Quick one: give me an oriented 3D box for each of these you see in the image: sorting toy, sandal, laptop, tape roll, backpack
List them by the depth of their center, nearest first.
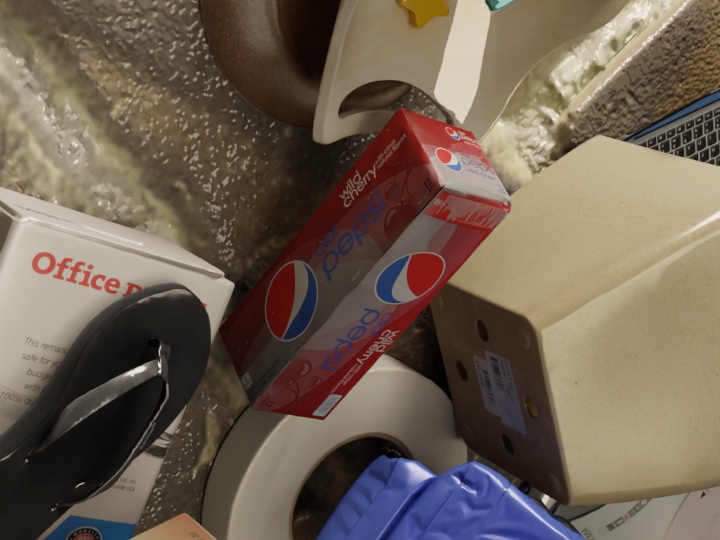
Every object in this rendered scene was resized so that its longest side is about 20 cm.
[{"bbox_3d":[-0.144,0.090,0.854,0.200,0.043,0.076,-48,127,-23],"label":"sandal"},{"bbox_3d":[0.045,-0.149,0.952,0.200,0.107,0.180,5,114,-41],"label":"sorting toy"},{"bbox_3d":[0.060,0.206,1.068,0.163,0.168,0.200,-47,163,-7],"label":"backpack"},{"bbox_3d":[-0.014,0.153,1.117,0.202,0.037,0.203,-15,117,-32],"label":"tape roll"},{"bbox_3d":[0.280,-0.081,1.192,0.187,0.116,0.201,-24,122,-27],"label":"laptop"}]

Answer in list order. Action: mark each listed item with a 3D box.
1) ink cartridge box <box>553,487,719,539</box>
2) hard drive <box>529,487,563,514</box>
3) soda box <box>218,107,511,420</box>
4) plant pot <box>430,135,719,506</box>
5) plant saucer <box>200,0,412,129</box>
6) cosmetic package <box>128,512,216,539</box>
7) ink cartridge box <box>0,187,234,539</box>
[{"bbox_3d":[0.207,0.225,1.278,0.200,0.057,0.163,-52,132,-15],"label":"ink cartridge box"},{"bbox_3d":[0.188,0.166,1.287,0.132,0.025,0.200,25,93,-42],"label":"hard drive"},{"bbox_3d":[0.000,0.000,0.987,0.063,0.070,0.200,14,128,-41],"label":"soda box"},{"bbox_3d":[0.160,0.045,1.092,0.177,0.200,0.200,-22,113,-22],"label":"plant pot"},{"bbox_3d":[-0.002,-0.178,0.984,0.200,0.037,0.201,-16,119,-31],"label":"plant saucer"},{"bbox_3d":[-0.148,0.220,0.853,0.200,0.103,0.087,-26,119,-25],"label":"cosmetic package"},{"bbox_3d":[-0.180,0.066,0.916,0.146,0.084,0.201,18,97,-39],"label":"ink cartridge box"}]
